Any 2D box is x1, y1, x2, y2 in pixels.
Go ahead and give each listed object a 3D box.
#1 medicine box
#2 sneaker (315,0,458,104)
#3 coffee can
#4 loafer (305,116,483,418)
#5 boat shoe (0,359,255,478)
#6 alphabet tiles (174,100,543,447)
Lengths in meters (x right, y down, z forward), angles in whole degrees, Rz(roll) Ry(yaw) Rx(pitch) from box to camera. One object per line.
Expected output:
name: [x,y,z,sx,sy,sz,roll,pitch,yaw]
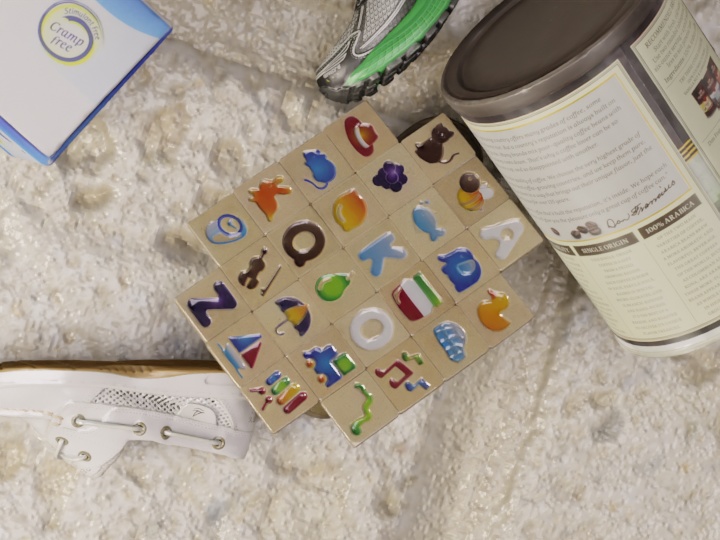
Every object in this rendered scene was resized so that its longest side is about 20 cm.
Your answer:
medicine box: [-0.214,-0.155,1.297,0.182,0.200,0.103,42,84,-13]
sneaker: [0.024,-0.188,1.423,0.085,0.078,0.200,30,77,-5]
coffee can: [0.161,-0.069,1.404,0.146,0.146,0.200,-40,113,-7]
loafer: [0.021,0.002,1.435,0.076,0.067,0.200,26,89,-14]
boat shoe: [-0.156,0.088,1.397,0.199,0.071,0.070,2,92,-15]
alphabet tiles: [0.000,0.000,1.395,0.200,0.006,0.167,-35,77,-13]
